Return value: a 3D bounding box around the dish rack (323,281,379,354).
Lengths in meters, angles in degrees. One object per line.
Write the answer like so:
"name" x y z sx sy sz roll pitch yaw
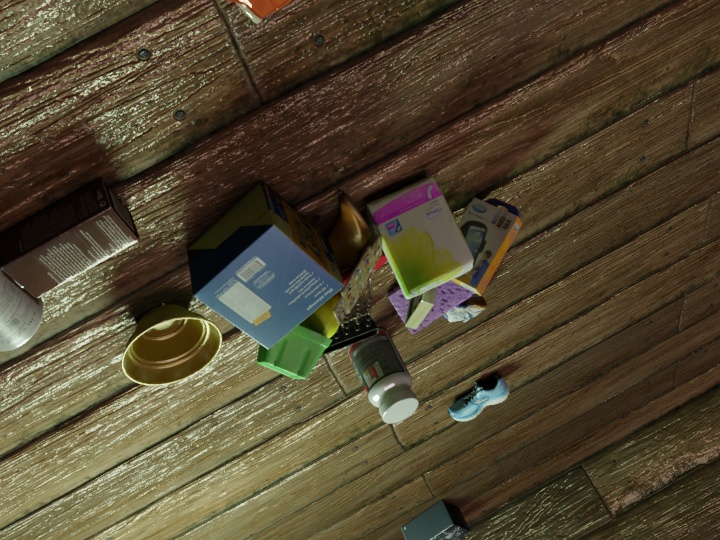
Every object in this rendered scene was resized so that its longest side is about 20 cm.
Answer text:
"dish rack" -0.035 0.090 1.800 0.150 0.055 0.202 -20 143 -15

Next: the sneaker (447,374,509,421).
"sneaker" 0.341 0.366 2.409 0.197 0.079 0.091 -30 127 -5

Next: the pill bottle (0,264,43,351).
"pill bottle" -0.598 0.033 1.276 0.112 0.116 0.201 -28 145 -1

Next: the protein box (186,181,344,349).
"protein box" -0.172 -0.005 1.476 0.197 0.136 0.199 -39 129 14

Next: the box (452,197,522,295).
"box" 0.251 -0.062 1.709 0.203 0.118 0.041 -60 144 -5

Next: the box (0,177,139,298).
"box" -0.467 -0.050 1.306 0.197 0.076 0.101 -30 146 -2

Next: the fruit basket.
"fruit basket" -0.120 0.114 1.668 0.152 0.218 0.218 23 127 -10

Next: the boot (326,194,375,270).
"boot" -0.048 -0.054 1.599 0.142 0.072 0.202 -30 149 0

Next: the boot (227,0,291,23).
"boot" -0.159 -0.411 1.084 0.106 0.076 0.199 -33 146 14

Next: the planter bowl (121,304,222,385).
"planter bowl" -0.373 0.127 1.578 0.196 0.084 0.203 -19 144 -14

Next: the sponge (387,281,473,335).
"sponge" 0.169 0.046 1.856 0.198 0.030 0.113 -34 104 6

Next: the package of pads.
"package of pads" 0.118 -0.066 1.589 0.151 0.204 0.068 -23 167 -7

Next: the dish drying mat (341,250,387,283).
"dish drying mat" 0.000 0.000 1.676 0.198 0.018 0.077 -30 167 -44

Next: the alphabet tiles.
"alphabet tiles" -0.004 0.021 1.570 0.169 0.006 0.200 -59 171 -10

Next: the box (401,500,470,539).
"box" 0.284 0.977 3.072 0.198 0.105 0.182 -37 143 11

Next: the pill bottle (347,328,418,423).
"pill bottle" 0.055 0.249 1.929 0.113 0.202 0.117 -18 144 -14

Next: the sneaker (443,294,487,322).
"sneaker" 0.221 0.089 1.962 0.197 0.076 0.088 15 130 -43

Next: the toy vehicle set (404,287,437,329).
"toy vehicle set" 0.138 0.006 1.685 0.026 0.204 0.125 17 149 -6
